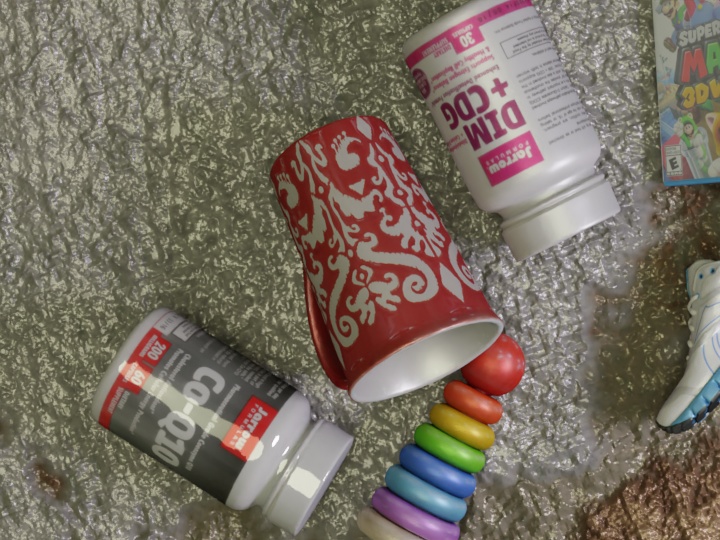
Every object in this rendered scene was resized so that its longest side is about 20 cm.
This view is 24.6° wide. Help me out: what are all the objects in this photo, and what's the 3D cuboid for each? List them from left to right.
[{"bbox_3d":[-0.114,0.127,1.377,0.200,0.114,0.114,31,96,6],"label":"pill bottle"},{"bbox_3d":[-0.004,-0.002,1.337,0.177,0.133,0.201,-33,70,24],"label":"mug"},{"bbox_3d":[0.077,0.144,1.377,0.085,0.085,0.201,28,89,6],"label":"stacking toy"},{"bbox_3d":[0.124,-0.117,1.334,0.113,0.113,0.201,-27,89,8],"label":"pill bottle"},{"bbox_3d":[0.291,0.040,1.347,0.087,0.075,0.200,35,90,13],"label":"sneaker"},{"bbox_3d":[0.295,-0.172,1.312,0.143,0.018,0.201,-2,92,49],"label":"video game case"}]
